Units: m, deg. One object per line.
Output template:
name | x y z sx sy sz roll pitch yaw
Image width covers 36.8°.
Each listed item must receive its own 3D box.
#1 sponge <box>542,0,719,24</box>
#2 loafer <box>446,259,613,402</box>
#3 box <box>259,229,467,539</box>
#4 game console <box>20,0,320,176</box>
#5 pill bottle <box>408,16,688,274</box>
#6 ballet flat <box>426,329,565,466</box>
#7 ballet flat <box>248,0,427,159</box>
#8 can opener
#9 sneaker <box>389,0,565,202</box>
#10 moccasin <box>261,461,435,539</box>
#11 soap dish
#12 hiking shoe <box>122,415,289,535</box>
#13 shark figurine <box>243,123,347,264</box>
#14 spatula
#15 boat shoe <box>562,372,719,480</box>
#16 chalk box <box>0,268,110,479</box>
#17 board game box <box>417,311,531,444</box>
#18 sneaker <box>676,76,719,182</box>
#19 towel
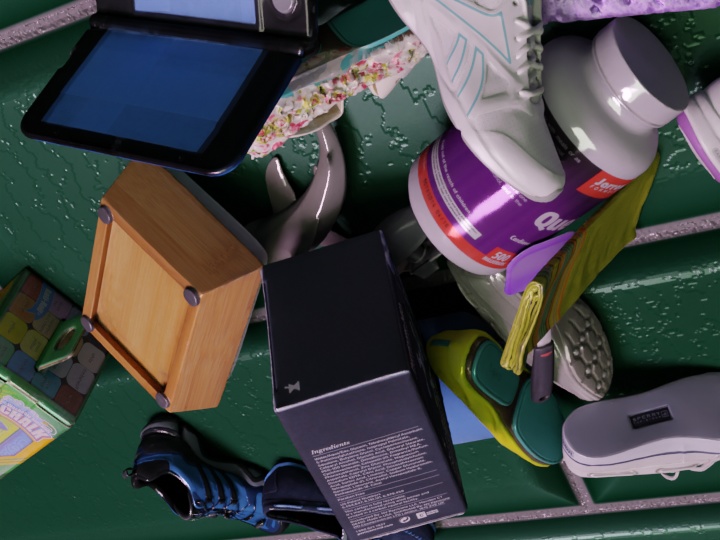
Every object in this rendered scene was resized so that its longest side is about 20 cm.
sponge | 0.158 -0.221 0.697 0.197 0.030 0.113 -2 117 19
loafer | 0.150 0.043 0.928 0.069 0.070 0.200 -7 133 48
box | 0.004 0.097 0.875 0.106 0.150 0.201 -17 136 7
game console | -0.138 -0.176 0.728 0.198 0.118 0.173 13 120 28
pill bottle | 0.133 -0.089 0.779 0.112 0.113 0.200 38 131 -17
ballet flat | 0.119 0.109 0.950 0.066 0.067 0.200 7 153 40
ballet flat | -0.014 -0.144 0.772 0.198 0.076 0.064 -26 135 -2
can opener | 0.000 0.000 0.935 0.066 0.054 0.199 29 135 -30
sneaker | 0.085 -0.140 0.687 0.080 0.070 0.202 -29 88 24
moccasin | -0.017 0.279 1.181 0.197 0.069 0.081 18 134 -1
soap dish | -0.170 0.019 0.953 0.157 0.081 0.201 42 137 18
hiking shoe | -0.167 0.248 1.188 0.199 0.087 0.074 33 132 -13
shark figurine | -0.047 -0.053 0.887 0.127 0.090 0.216 21 135 -4
spatula | 0.142 0.044 0.855 0.056 0.021 0.201 -20 135 -10
boat shoe | 0.277 0.151 0.961 0.199 0.075 0.087 -12 144 -1
chalk box | -0.339 0.097 1.083 0.124 0.125 0.199 40 129 -19
board game box | 0.065 0.097 1.018 0.198 0.039 0.159 -13 125 18
sneaker | 0.313 -0.071 0.765 0.099 0.075 0.200 -39 121 20
towel | 0.166 -0.009 0.787 0.018 0.200 0.087 32 137 20
